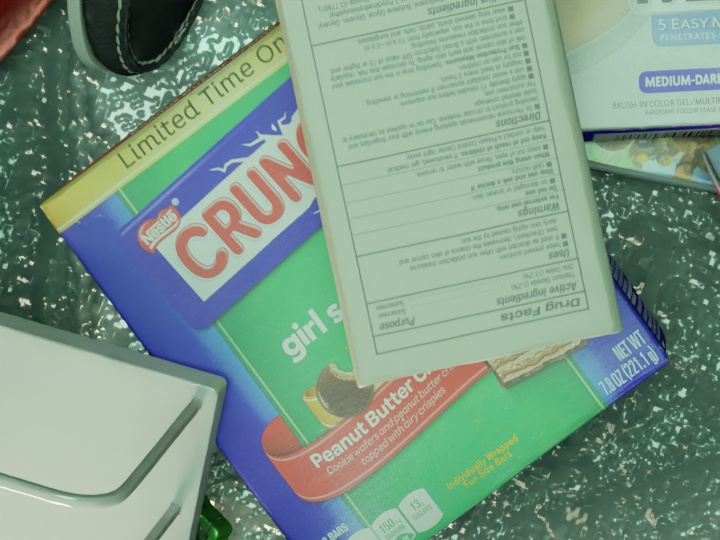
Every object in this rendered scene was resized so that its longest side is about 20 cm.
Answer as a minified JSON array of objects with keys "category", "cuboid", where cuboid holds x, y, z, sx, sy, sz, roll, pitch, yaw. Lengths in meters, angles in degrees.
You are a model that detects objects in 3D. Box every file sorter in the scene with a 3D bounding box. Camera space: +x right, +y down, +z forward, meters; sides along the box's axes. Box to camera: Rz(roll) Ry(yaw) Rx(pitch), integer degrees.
[{"category":"file sorter","cuboid":[-0.151,0.134,1.112,0.138,0.125,0.201,16,113,9]}]

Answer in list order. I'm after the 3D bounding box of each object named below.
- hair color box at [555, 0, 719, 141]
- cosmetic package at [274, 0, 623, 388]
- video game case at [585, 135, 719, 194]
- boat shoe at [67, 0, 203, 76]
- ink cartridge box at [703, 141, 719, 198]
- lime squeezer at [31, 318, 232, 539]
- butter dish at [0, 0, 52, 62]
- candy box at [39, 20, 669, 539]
[{"category":"hair color box","cuboid":[0.120,-0.154,1.152,0.109,0.065,0.201,-3,88,3]},{"category":"cosmetic package","cuboid":[0.027,-0.066,1.076,0.103,0.073,0.201,-11,94,0]},{"category":"video game case","cuboid":[0.086,-0.117,1.193,0.199,0.018,0.144,11,90,3]},{"category":"boat shoe","cuboid":[-0.059,-0.165,1.152,0.060,0.074,0.201,29,105,27]},{"category":"ink cartridge box","cuboid":[0.238,-0.055,1.137,0.199,0.119,0.042,-28,59,3]},{"category":"lime squeezer","cuboid":[-0.085,0.112,1.197,0.070,0.038,0.201,-12,90,33]},{"category":"butter dish","cuboid":[-0.181,-0.204,1.139,0.200,0.148,0.200,38,92,2]},{"category":"candy box","cuboid":[0.000,0.000,1.156,0.169,0.077,0.200,-37,92,6]}]
